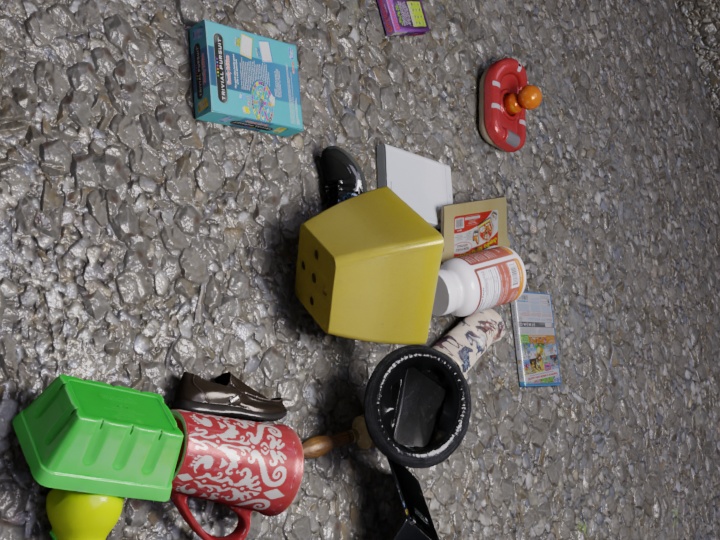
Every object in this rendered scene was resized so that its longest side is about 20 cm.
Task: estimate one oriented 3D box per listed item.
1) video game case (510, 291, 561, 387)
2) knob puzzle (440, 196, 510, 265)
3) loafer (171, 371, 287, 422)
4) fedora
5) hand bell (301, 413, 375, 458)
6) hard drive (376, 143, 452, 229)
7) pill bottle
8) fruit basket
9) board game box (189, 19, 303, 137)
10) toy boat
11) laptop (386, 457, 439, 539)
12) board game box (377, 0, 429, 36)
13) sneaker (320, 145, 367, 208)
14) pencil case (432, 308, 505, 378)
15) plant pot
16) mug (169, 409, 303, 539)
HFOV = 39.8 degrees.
[{"bbox_3d":[0.378,0.148,2.148,0.142,0.018,0.204,5,76,-47],"label":"video game case"},{"bbox_3d":[0.224,-0.040,2.005,0.217,0.030,0.224,-9,104,-38],"label":"knob puzzle"},{"bbox_3d":[-0.189,0.187,1.486,0.198,0.072,0.073,15,71,-44],"label":"loafer"},{"bbox_3d":[0.083,0.227,1.619,0.197,0.092,0.204,7,67,-15],"label":"fedora"},{"bbox_3d":[-0.025,0.277,1.647,0.198,0.104,0.106,-11,87,-36],"label":"hand bell"},{"bbox_3d":[0.109,-0.159,1.934,0.198,0.026,0.134,11,72,-45],"label":"hard drive"},{"bbox_3d":[0.216,0.025,1.921,0.198,0.112,0.114,-13,89,-35],"label":"pill bottle"},{"bbox_3d":[-0.347,0.259,1.280,0.213,0.156,0.218,-18,130,-23],"label":"fruit basket"},{"bbox_3d":[-0.186,-0.313,1.643,0.198,0.046,0.154,4,77,-46],"label":"board game box"},{"bbox_3d":[0.335,-0.365,2.155,0.129,0.129,0.204,19,66,-43],"label":"toy boat"},{"bbox_3d":[0.054,0.438,1.676,0.188,0.114,0.202,55,12,-56],"label":"laptop"},{"bbox_3d":[0.071,-0.574,2.003,0.119,0.032,0.203,-15,90,-52],"label":"board game box"},{"bbox_3d":[-0.029,-0.118,1.741,0.081,0.073,0.203,-26,98,-45],"label":"sneaker"},{"bbox_3d":[0.207,0.144,1.919,0.090,0.078,0.199,50,45,2],"label":"pencil case"},{"bbox_3d":[0.000,0.000,1.625,0.174,0.200,0.203,-8,122,-28],"label":"plant pot"},{"bbox_3d":[-0.195,0.289,1.407,0.198,0.132,0.180,22,56,-40],"label":"mug"}]
